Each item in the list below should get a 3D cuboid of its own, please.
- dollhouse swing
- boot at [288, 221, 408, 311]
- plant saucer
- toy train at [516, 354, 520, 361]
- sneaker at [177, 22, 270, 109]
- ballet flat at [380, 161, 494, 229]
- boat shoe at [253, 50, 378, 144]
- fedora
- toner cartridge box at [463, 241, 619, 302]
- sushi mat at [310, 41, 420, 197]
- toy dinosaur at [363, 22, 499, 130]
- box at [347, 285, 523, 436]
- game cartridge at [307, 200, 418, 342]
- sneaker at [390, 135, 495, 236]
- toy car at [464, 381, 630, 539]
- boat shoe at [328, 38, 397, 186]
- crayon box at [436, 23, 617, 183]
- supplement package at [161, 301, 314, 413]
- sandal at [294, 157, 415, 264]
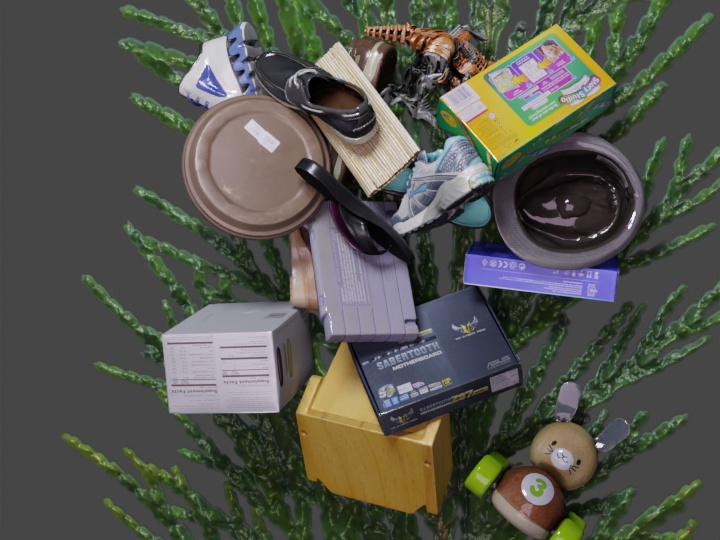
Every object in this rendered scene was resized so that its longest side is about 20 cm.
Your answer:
[{"bbox_3d":[0.041,0.200,1.662,0.199,0.176,0.183,9,128,22],"label":"dollhouse swing"},{"bbox_3d":[-0.017,-0.040,1.665,0.165,0.072,0.201,-1,88,-5],"label":"boot"},{"bbox_3d":[-0.135,-0.140,1.568,0.199,0.029,0.201,2,77,-10],"label":"plant saucer"},{"bbox_3d":[0.127,0.148,1.674,0.199,0.042,0.057,-24,85,15],"label":"toy train"},{"bbox_3d":[-0.186,-0.233,1.653,0.115,0.081,0.201,-8,93,18],"label":"sneaker"},{"bbox_3d":[0.091,-0.117,1.615,0.199,0.068,0.068,24,106,5],"label":"ballet flat"},{"bbox_3d":[-0.061,-0.240,1.550,0.200,0.068,0.072,35,76,25],"label":"boat shoe"},{"bbox_3d":[0.268,-0.087,1.562,0.199,0.090,0.178,-12,86,0],"label":"fedora"},{"bbox_3d":[0.242,0.000,1.593,0.199,0.095,0.043,7,102,11],"label":"toner cartridge box"},{"bbox_3d":[-0.008,-0.199,1.573,0.096,0.012,0.200,-42,70,19],"label":"sushi mat"},{"bbox_3d":[0.095,-0.269,1.567,0.199,0.102,0.136,27,104,-2],"label":"toy dinosaur"},{"bbox_3d":[0.096,0.117,1.588,0.199,0.158,0.051,-19,134,-5],"label":"box"},{"bbox_3d":[0.000,0.000,1.593,0.129,0.038,0.201,-1,64,-15],"label":"game cartridge"},{"bbox_3d":[0.097,-0.108,1.528,0.200,0.077,0.087,-35,74,53],"label":"sneaker"},{"bbox_3d":[0.269,0.260,1.618,0.164,0.158,0.200,38,94,13],"label":"toy car"},{"bbox_3d":[-0.015,-0.217,1.625,0.075,0.075,0.203,23,99,21],"label":"boat shoe"},{"bbox_3d":[0.210,-0.212,1.513,0.200,0.058,0.119,-33,68,-15],"label":"crayon box"},{"bbox_3d":[-0.162,0.117,1.643,0.155,0.200,0.112,-2,100,12],"label":"supplement package"},{"bbox_3d":[-0.014,-0.066,1.551,0.200,0.075,0.048,40,80,-16],"label":"sandal"}]
